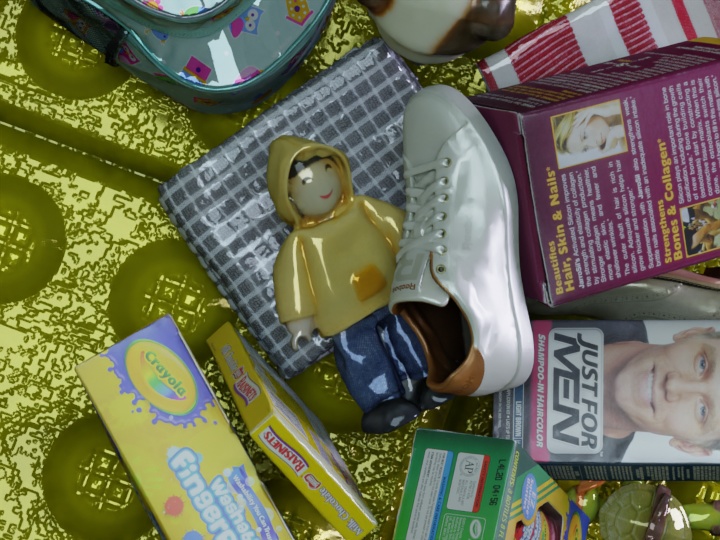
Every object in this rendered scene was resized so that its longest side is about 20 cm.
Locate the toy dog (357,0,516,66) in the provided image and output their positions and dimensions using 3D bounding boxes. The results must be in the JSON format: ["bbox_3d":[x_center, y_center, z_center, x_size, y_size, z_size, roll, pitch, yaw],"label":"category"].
[{"bbox_3d":[0.067,-0.225,1.567,0.139,0.194,0.201,22,58,-8],"label":"toy dog"}]

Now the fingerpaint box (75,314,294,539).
[{"bbox_3d":[-0.104,0.140,1.525,0.073,0.167,0.201,-29,85,-7],"label":"fingerpaint box"}]

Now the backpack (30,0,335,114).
[{"bbox_3d":[-0.111,-0.210,1.592,0.200,0.153,0.176,40,76,-4],"label":"backpack"}]

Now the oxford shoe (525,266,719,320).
[{"bbox_3d":[0.204,0.032,1.614,0.199,0.071,0.074,3,88,-1],"label":"oxford shoe"}]

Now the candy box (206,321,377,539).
[{"bbox_3d":[-0.047,0.101,1.513,0.026,0.200,0.102,-39,108,1],"label":"candy box"}]

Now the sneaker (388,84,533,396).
[{"bbox_3d":[0.053,-0.019,1.487,0.084,0.073,0.201,-9,83,-42],"label":"sneaker"}]

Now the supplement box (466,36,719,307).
[{"bbox_3d":[0.179,-0.069,1.558,0.199,0.103,0.132,-15,105,-20],"label":"supplement box"}]

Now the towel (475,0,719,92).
[{"bbox_3d":[0.196,-0.126,1.632,0.199,0.023,0.145,-27,105,-4],"label":"towel"}]

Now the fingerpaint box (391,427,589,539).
[{"bbox_3d":[0.074,0.223,1.490,0.073,0.167,0.201,5,69,25],"label":"fingerpaint box"}]

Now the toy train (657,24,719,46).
[{"bbox_3d":[0.195,-0.144,1.657,0.199,0.034,0.046,-13,95,-6],"label":"toy train"}]

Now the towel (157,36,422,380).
[{"bbox_3d":[-0.016,-0.046,1.604,0.200,0.086,0.166,-36,86,-7],"label":"towel"}]

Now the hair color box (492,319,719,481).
[{"bbox_3d":[0.188,0.086,1.558,0.199,0.061,0.101,-1,74,8],"label":"hair color box"}]

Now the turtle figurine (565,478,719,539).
[{"bbox_3d":[0.205,0.165,1.595,0.160,0.064,0.201,16,83,-1],"label":"turtle figurine"}]

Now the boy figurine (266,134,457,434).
[{"bbox_3d":[0.000,0.000,1.529,0.124,0.064,0.201,-24,95,-13],"label":"boy figurine"}]
